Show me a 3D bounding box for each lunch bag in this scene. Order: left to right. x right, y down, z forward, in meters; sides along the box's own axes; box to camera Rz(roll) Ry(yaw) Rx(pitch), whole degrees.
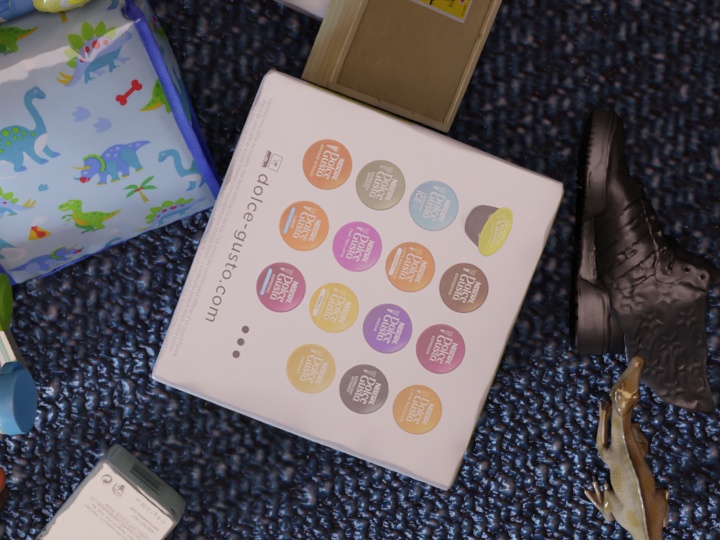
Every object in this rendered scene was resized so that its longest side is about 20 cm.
[{"bbox_3d":[-0.193,-0.091,1.287,0.169,0.128,0.201,-21,131,1],"label":"lunch bag"}]

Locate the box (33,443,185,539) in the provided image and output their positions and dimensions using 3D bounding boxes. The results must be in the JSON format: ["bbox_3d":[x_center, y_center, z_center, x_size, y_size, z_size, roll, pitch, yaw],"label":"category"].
[{"bbox_3d":[-0.207,0.217,1.333,0.068,0.082,0.200,40,91,-3],"label":"box"}]

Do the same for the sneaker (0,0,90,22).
[{"bbox_3d":[-0.228,-0.241,1.215,0.105,0.076,0.201,-24,67,12],"label":"sneaker"}]

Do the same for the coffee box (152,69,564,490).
[{"bbox_3d":[0.000,0.000,1.261,0.197,0.200,0.201,21,93,-2],"label":"coffee box"}]

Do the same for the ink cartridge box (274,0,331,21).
[{"bbox_3d":[-0.058,-0.257,1.282,0.199,0.087,0.146,22,94,-15],"label":"ink cartridge box"}]

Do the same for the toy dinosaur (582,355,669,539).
[{"bbox_3d":[0.186,0.157,1.318,0.058,0.101,0.201,-16,93,1],"label":"toy dinosaur"}]

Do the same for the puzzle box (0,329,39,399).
[{"bbox_3d":[-0.321,0.026,1.350,0.132,0.025,0.201,-24,93,1],"label":"puzzle box"}]

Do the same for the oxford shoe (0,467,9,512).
[{"bbox_3d":[-0.308,0.215,1.350,0.200,0.071,0.073,-43,121,-1],"label":"oxford shoe"}]

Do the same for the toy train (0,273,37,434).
[{"bbox_3d":[-0.280,0.019,1.289,0.115,0.085,0.201,-6,93,8],"label":"toy train"}]

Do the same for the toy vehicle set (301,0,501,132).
[{"bbox_3d":[0.047,-0.198,1.267,0.026,0.124,0.201,27,97,41],"label":"toy vehicle set"}]

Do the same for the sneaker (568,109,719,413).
[{"bbox_3d":[0.197,-0.006,1.333,0.104,0.060,0.201,3,98,1],"label":"sneaker"}]
